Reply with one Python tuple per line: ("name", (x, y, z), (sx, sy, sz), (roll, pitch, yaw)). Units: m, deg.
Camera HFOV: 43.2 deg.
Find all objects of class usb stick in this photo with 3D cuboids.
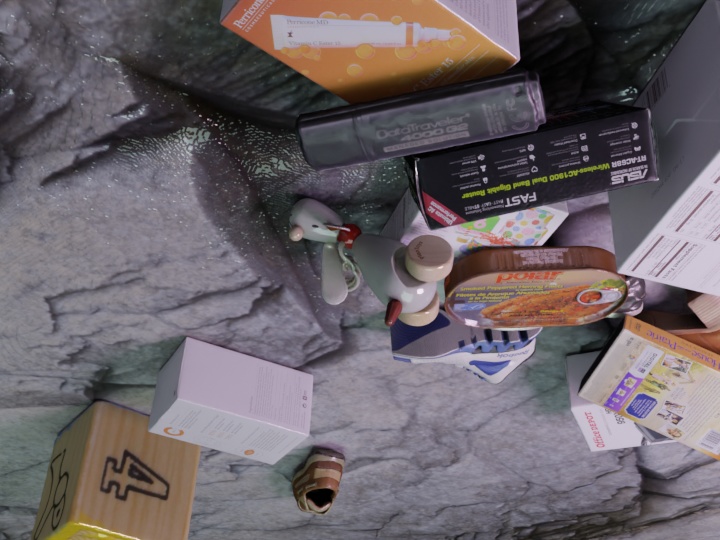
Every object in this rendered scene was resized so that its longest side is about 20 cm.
("usb stick", (0.044, -0.117, 0.716), (0.198, 0.033, 0.056), (-9, 136, 16))

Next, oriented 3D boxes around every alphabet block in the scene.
("alphabet block", (-0.389, 0.355, 1.453), (0.195, 0.202, 0.195), (24, 140, -27))

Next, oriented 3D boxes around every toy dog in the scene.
("toy dog", (0.000, 0.000, 0.947), (0.198, 0.096, 0.133), (11, 130, 35))

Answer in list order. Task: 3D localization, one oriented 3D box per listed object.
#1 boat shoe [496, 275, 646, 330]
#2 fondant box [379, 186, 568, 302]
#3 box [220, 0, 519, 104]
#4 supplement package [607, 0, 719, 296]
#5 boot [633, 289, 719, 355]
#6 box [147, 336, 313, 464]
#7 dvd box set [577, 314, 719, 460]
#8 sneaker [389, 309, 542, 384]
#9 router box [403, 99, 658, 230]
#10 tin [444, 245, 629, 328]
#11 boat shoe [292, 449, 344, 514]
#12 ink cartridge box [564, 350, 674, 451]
("boat shoe", (0.235, 0.025, 1.071), (0.197, 0.067, 0.058), (-6, 124, 5))
("fondant box", (0.112, -0.042, 0.985), (0.143, 0.059, 0.200), (14, 144, -15))
("box", (0.010, -0.211, 0.712), (0.199, 0.098, 0.124), (26, 139, -28))
("supplement package", (0.313, -0.104, 0.798), (0.110, 0.157, 0.201), (13, 143, -10))
("boot", (0.407, 0.110, 1.114), (0.200, 0.077, 0.156), (-39, 97, 29))
("box", (-0.183, 0.189, 1.295), (0.198, 0.098, 0.124), (20, 142, -23))
("dvd box set", (0.378, 0.143, 1.086), (0.198, 0.030, 0.147), (24, 140, 7))
("sneaker", (0.138, 0.103, 1.163), (0.197, 0.081, 0.116), (-6, 141, 10))
("router box", (0.140, -0.097, 0.799), (0.197, 0.150, 0.063), (-12, 104, 2))
("tin", (0.188, 0.018, 0.986), (0.197, 0.042, 0.112), (-2, 150, 0))
("boat shoe", (-0.077, 0.376, 1.552), (0.075, 0.075, 0.201), (8, 144, -7))
("ink cartridge box", (0.391, 0.169, 1.232), (0.198, 0.085, 0.145), (-11, 141, 20))
